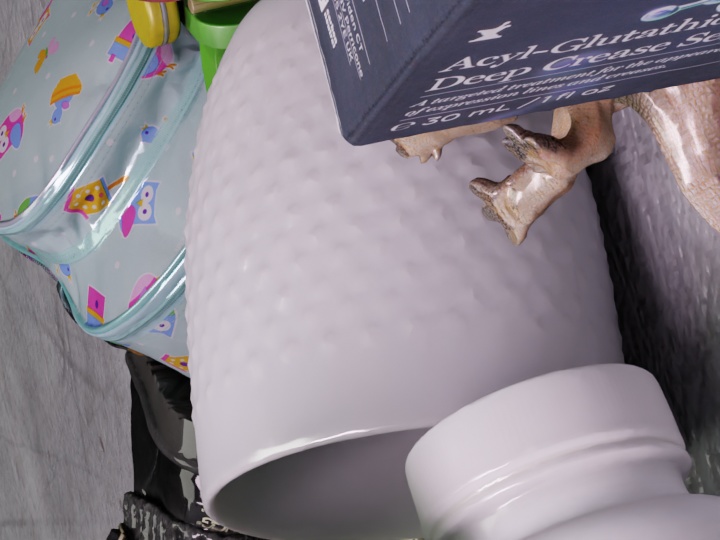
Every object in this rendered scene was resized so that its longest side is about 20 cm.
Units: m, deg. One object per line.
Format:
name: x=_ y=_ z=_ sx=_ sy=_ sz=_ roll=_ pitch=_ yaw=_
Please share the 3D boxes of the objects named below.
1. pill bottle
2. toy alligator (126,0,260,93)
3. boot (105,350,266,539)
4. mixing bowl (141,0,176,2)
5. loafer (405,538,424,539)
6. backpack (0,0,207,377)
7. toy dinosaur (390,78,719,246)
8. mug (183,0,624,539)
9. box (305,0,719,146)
pill bottle: x=0.082 y=0.132 z=0.651 sx=0.111 sy=0.110 sz=0.201 roll=112 pitch=143 yaw=-59
toy alligator: x=-0.061 y=-0.150 z=0.843 sx=0.054 sy=0.059 sz=0.201 roll=-161 pitch=58 yaw=-67
boot: x=-0.082 y=0.117 z=1.052 sx=0.211 sy=0.079 sz=0.158 roll=-102 pitch=24 yaw=-76
mixing bowl: x=-0.106 y=-0.192 z=0.771 sx=0.200 sy=0.108 sz=0.201 roll=3 pitch=94 yaw=51
loafer: x=0.004 y=0.139 z=0.939 sx=0.068 sy=0.076 sz=0.200 roll=26 pitch=141 yaw=10
backpack: x=-0.074 y=-0.048 z=0.989 sx=0.176 sy=0.153 sz=0.200 roll=-57 pitch=38 yaw=4
toy dinosaur: x=0.065 y=-0.091 z=0.700 sx=0.200 sy=0.136 sz=0.086 roll=39 pitch=165 yaw=29
mug: x=0.000 y=0.000 z=0.819 sx=0.200 sy=0.147 sz=0.176 roll=139 pitch=130 yaw=-57
box: x=0.076 y=-0.119 z=0.534 sx=0.200 sy=0.148 sz=0.107 roll=133 pitch=123 yaw=-69
